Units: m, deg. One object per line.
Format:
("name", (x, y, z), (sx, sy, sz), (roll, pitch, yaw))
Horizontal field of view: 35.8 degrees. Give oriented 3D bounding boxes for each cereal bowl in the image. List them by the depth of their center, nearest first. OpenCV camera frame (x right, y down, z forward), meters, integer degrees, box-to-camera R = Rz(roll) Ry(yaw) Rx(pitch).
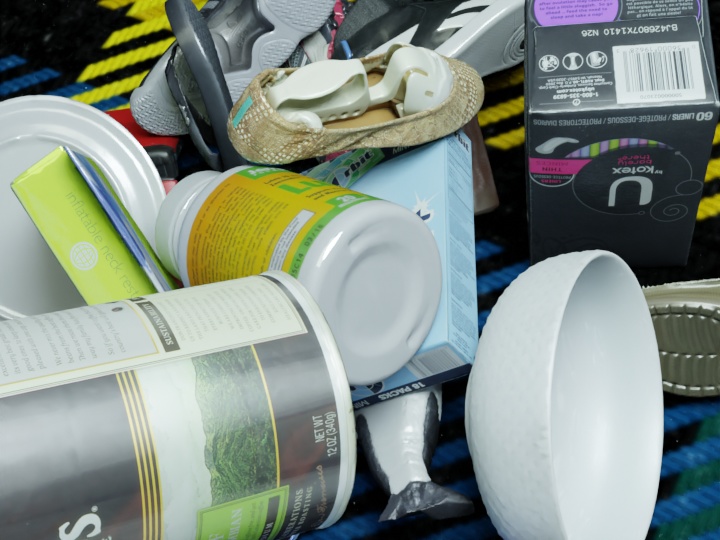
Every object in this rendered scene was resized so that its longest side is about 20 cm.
("cereal bowl", (0.122, 0.091, 0.705), (0.082, 0.200, 0.203), (-3, 58, 32))

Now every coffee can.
("coffee can", (-0.121, 0.087, 0.580), (0.197, 0.147, 0.147), (-11, 55, -29))

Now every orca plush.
("orca plush", (0.044, 0.101, 0.770), (0.105, 0.071, 0.201), (-38, 34, 7))

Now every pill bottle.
("pill bottle", (-0.050, -0.007, 0.727), (0.199, 0.112, 0.111), (21, 64, 47))

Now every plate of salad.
("plate of salad", (-0.241, -0.032, 0.861), (0.196, 0.048, 0.204), (0, 96, 2))

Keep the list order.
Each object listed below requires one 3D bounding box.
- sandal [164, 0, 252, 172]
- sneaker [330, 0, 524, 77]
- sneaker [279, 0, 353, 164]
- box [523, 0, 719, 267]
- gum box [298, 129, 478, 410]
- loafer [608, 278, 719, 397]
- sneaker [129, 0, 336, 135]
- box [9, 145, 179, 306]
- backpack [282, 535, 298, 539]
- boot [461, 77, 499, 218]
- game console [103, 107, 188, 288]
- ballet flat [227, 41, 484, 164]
("sandal", (-0.115, -0.108, 0.847), (0.042, 0.202, 0.077), (-15, 35, 0))
("sneaker", (0.062, -0.198, 0.865), (0.199, 0.073, 0.112), (-34, 63, -12))
("sneaker", (-0.035, -0.164, 0.942), (0.074, 0.080, 0.203), (-28, 55, 26))
("box", (0.176, -0.093, 0.783), (0.120, 0.201, 0.108), (-1, 60, 9))
("gum box", (0.000, 0.000, 0.797), (0.168, 0.045, 0.202), (-21, 47, 29))
("loafer", (0.268, 0.040, 0.771), (0.197, 0.077, 0.068), (0, 23, 19))
("sneaker", (-0.114, -0.199, 0.914), (0.199, 0.076, 0.114), (-39, 43, 3))
("box", (-0.169, -0.017, 0.735), (0.047, 0.200, 0.123), (-34, 98, -5))
("backpack", (-0.140, 0.144, 0.713), (0.199, 0.135, 0.184), (-31, 80, -33))
("boot", (0.099, -0.123, 0.898), (0.183, 0.064, 0.203), (-8, 63, 6))
("game console", (-0.235, -0.048, 0.940), (0.196, 0.120, 0.173), (-7, 29, 6))
("ballet flat", (0.007, -0.118, 0.750), (0.197, 0.065, 0.071), (-19, 69, -24))
